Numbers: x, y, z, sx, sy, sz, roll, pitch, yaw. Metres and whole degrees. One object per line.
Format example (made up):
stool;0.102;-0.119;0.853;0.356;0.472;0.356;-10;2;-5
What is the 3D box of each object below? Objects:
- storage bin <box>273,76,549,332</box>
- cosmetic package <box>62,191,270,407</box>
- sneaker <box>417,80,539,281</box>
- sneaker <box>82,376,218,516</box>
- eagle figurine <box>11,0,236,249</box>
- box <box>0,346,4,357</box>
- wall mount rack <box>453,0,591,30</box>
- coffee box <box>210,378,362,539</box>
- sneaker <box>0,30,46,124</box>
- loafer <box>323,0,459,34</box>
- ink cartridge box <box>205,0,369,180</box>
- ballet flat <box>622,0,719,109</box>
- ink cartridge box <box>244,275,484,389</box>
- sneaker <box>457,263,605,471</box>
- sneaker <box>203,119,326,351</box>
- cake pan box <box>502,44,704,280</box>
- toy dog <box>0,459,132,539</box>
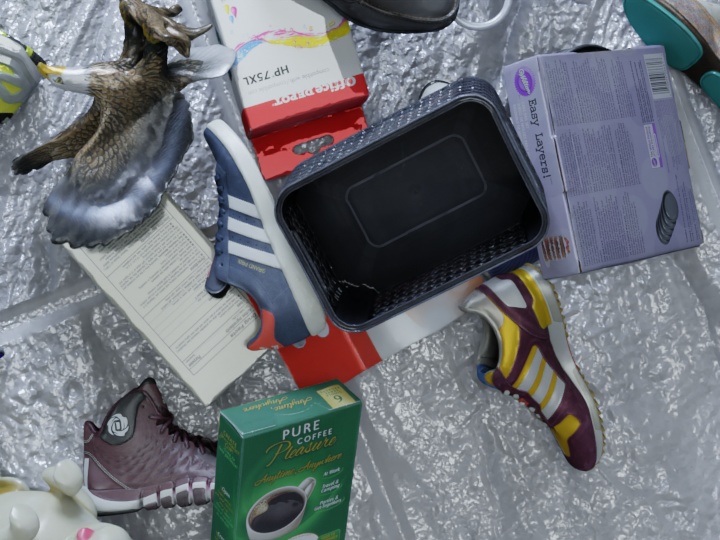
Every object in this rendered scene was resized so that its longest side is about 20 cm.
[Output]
storage bin;0.044;-0.055;1.129;0.199;0.094;0.136;-26;103;13
cosmetic package;-0.166;0.014;1.226;0.105;0.071;0.200;-40;92;-6
sneaker;0.104;-0.096;1.248;0.080;0.115;0.200;-27;121;0
sneaker;-0.157;0.150;1.225;0.198;0.076;0.117;-7;87;-4
eagle figurine;-0.209;-0.134;1.165;0.150;0.152;0.202;24;110;8
box;-0.449;0.065;1.186;0.200;0.105;0.184;-40;92;-4
wall mount rack;0.133;-0.315;1.260;0.172;0.075;0.202;1;89;-1
coffee box;-0.067;0.197;1.179;0.122;0.044;0.202;-14;125;-31
sneaker;-0.381;-0.200;1.211;0.199;0.075;0.077;27;87;-2
loafer;-0.003;-0.257;1.181;0.198;0.072;0.074;15;83;-12
ink cartridge box;-0.064;-0.195;1.240;0.115;0.067;0.202;-18;90;-7
ballet flat;0.328;-0.207;1.283;0.200;0.068;0.067;44;67;-8
ink cartridge box;0.000;0.000;1.218;0.199;0.050;0.163;-30;92;-31
sneaker;0.151;0.099;1.240;0.089;0.075;0.202;-24;99;-13
sneaker;-0.103;-0.026;1.153;0.084;0.075;0.202;-25;83;-1
cake pan box;0.219;-0.104;1.226;0.183;0.052;0.202;-13;92;-42
toy dog;-0.270;0.254;1.156;0.198;0.139;0.196;9;112;21
